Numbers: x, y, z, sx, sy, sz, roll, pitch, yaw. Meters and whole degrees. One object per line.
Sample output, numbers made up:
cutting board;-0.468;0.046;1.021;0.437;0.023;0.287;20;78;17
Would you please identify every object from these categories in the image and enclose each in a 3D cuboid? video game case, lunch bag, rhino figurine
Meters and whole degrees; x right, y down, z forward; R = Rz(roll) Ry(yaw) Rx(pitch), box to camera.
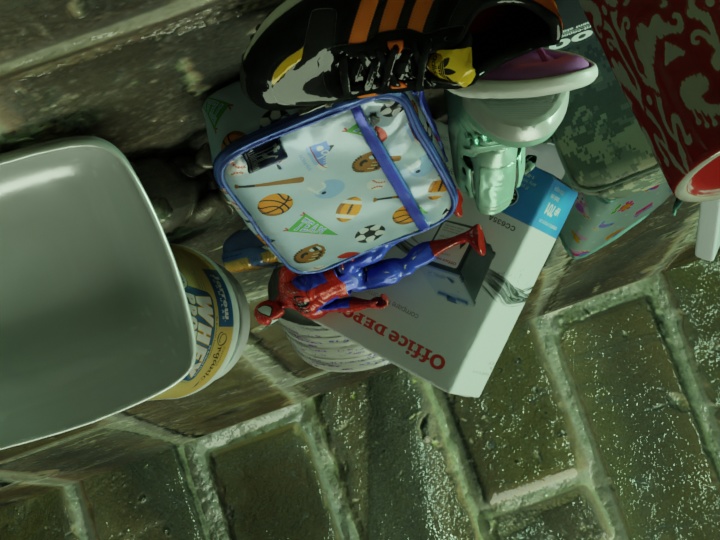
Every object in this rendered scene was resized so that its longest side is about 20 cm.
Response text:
video game case;0.350;-0.124;1.483;0.023;0.182;0.200;21;164;17
lunch bag;0.275;-0.117;1.568;0.200;0.122;0.170;-28;166;-15
lunch bag;-0.016;-0.083;1.169;0.160;0.076;0.200;-20;150;9
lunch bag;0.257;-0.144;1.317;0.200;0.140;0.168;-23;169;25
rhino figurine;-0.134;-0.062;1.237;0.087;0.060;0.200;-19;176;43

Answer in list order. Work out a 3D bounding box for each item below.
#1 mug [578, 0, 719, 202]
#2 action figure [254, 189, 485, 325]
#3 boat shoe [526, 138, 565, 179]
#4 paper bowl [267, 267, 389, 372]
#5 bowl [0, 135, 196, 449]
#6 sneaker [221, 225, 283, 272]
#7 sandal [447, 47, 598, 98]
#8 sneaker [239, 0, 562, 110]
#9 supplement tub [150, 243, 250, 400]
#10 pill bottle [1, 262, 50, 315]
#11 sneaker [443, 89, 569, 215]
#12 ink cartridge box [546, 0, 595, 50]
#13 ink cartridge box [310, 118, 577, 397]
mug;0.207;-0.150;0.943;0.133;0.200;0.177;-31;159;31
action figure;0.000;0.000;1.316;0.200;0.065;0.052;-23;-147;19
boat shoe;0.088;-0.095;1.474;0.200;0.069;0.057;-4;-154;-16
paper bowl;0.006;-0.007;1.520;0.200;0.104;0.201;-18;-147;13
bowl;-0.228;0.009;1.126;0.200;0.200;0.075;-19;-158;-3
sneaker;-0.036;-0.064;1.331;0.200;0.088;0.075;-25;174;23
sandal;0.084;-0.150;1.069;0.082;0.050;0.203;-18;-160;-18
sneaker;0.027;-0.139;0.981;0.200;0.090;0.070;-22;133;-13
supplement tub;-0.197;0.045;1.450;0.144;0.145;0.200;-23;170;21
pill bottle;-0.317;0.032;1.237;0.200;0.112;0.112;-23;170;22
sneaker;0.106;-0.089;1.141;0.074;0.118;0.200;-10;-160;-4
ink cartridge box;0.203;-0.210;1.134;0.198;0.043;0.200;-21;171;5
ink cartridge box;0.071;-0.013;1.370;0.200;0.146;0.086;-64;159;2
